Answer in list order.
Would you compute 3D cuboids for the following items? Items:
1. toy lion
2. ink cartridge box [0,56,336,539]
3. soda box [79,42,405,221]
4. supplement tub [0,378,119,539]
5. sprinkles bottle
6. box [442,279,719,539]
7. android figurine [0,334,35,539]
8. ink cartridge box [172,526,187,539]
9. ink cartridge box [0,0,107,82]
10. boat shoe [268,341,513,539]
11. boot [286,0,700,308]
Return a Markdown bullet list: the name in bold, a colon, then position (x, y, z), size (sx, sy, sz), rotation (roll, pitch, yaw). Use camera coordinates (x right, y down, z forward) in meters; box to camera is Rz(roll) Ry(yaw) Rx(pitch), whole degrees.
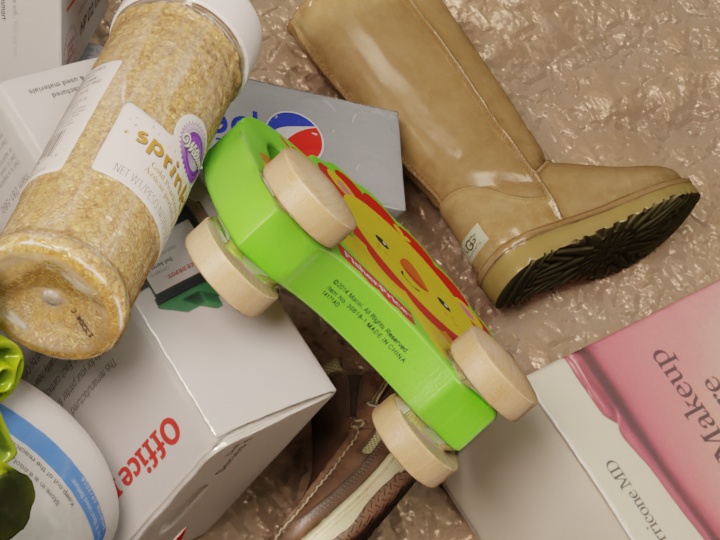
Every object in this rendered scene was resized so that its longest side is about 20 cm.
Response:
- **toy lion**: position (0.000, 0.000, 1.203), size (0.200, 0.069, 0.192), rotation (44, 12, -25)
- **ink cartridge box**: position (-0.120, 0.025, 1.202), size (0.084, 0.146, 0.201), rotation (-20, 71, -43)
- **soda box**: position (-0.079, -0.059, 1.331), size (0.199, 0.064, 0.069), rotation (11, 54, -21)
- **supplement tub**: position (-0.201, 0.147, 1.095), size (0.132, 0.132, 0.200), rotation (34, 50, -3)
- **sprinkles bottle**: position (-0.102, -0.051, 1.118), size (0.068, 0.068, 0.201), rotation (29, 45, -7)
- **box**: position (0.163, 0.096, 1.323), size (0.199, 0.109, 0.128), rotation (-24, 73, -36)
- **android figurine**: position (-0.227, 0.076, 1.053), size (0.182, 0.041, 0.199), rotation (-39, 46, -24)
- **ink cartridge box**: position (-0.126, 0.215, 1.043), size (0.057, 0.200, 0.163), rotation (41, 51, 6)
- **ink cartridge box**: position (-0.191, -0.143, 1.258), size (0.198, 0.068, 0.115), rotation (6, 29, 5)
- **boat shoe**: position (-0.001, 0.083, 1.278), size (0.075, 0.075, 0.202), rotation (40, 39, 6)
- **boot**: position (0.079, -0.087, 1.428), size (0.174, 0.066, 0.201), rotation (-15, 62, -43)
